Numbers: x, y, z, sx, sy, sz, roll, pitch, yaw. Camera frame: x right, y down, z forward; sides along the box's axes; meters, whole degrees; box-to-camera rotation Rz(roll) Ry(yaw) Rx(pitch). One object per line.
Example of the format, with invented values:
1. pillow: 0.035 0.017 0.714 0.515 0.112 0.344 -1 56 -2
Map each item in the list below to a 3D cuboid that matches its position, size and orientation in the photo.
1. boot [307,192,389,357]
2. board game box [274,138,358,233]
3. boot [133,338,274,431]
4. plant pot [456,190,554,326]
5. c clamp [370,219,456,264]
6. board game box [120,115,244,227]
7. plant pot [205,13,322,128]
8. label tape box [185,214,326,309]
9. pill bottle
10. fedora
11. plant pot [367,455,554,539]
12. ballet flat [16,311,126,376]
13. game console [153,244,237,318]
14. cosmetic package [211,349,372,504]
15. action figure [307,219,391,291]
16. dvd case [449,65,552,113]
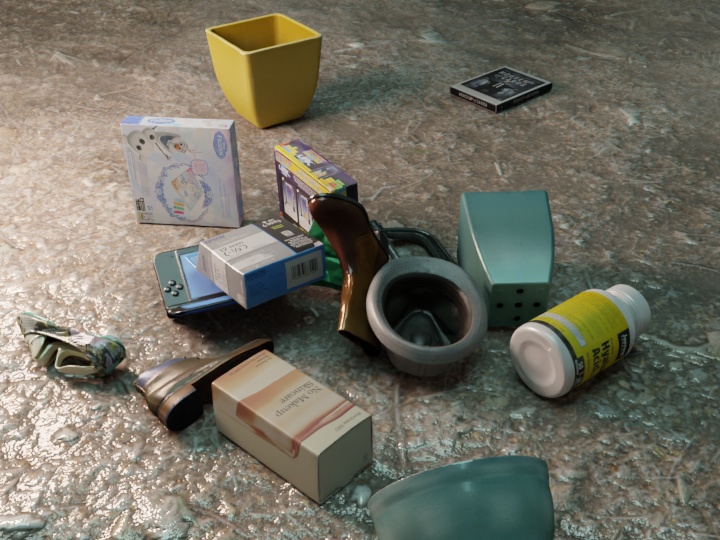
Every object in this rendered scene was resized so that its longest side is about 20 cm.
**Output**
1. boot: -0.024 0.006 1.320 0.068 0.188 0.200 -10 54 25
2. board game box: -0.075 -0.113 1.553 0.057 0.165 0.200 -20 39 -26
3. boot: -0.221 0.137 1.267 0.097 0.075 0.200 30 46 33
4. plant pot: 0.235 -0.010 1.425 0.141 0.141 0.200 -1 41 0
5. c clamp: 0.072 -0.033 1.540 0.171 0.027 0.200 0 31 -28
6. board game box: -0.318 -0.177 1.623 0.199 0.200 0.043 4 33 7
7. plant pot: -0.209 -0.437 2.009 0.194 0.200 0.195 -21 38 -27
8. label tape box: -0.167 -0.029 1.385 0.143 0.066 0.200 -22 37 -30
9. pill bottle: 0.320 0.092 1.283 0.200 0.111 0.111 -25 41 -30
10. fedora: 0.092 0.079 1.316 0.177 0.090 0.200 2 43 -8
11. plant pot: 0.117 0.292 0.945 0.200 0.200 0.134 -7 61 -9
12. ballet flat: -0.441 0.113 1.320 0.200 0.072 0.072 13 36 22
13. game console: -0.215 0.002 1.417 0.200 0.118 0.171 -13 63 -18
14. cosmetic package: -0.089 0.196 1.162 0.200 0.087 0.103 26 41 34
15. action figure: 0.000 0.000 1.456 0.200 0.118 0.055 21 8 5
16. dvd case: 0.337 -0.436 2.149 0.200 0.025 0.150 -27 42 -32
